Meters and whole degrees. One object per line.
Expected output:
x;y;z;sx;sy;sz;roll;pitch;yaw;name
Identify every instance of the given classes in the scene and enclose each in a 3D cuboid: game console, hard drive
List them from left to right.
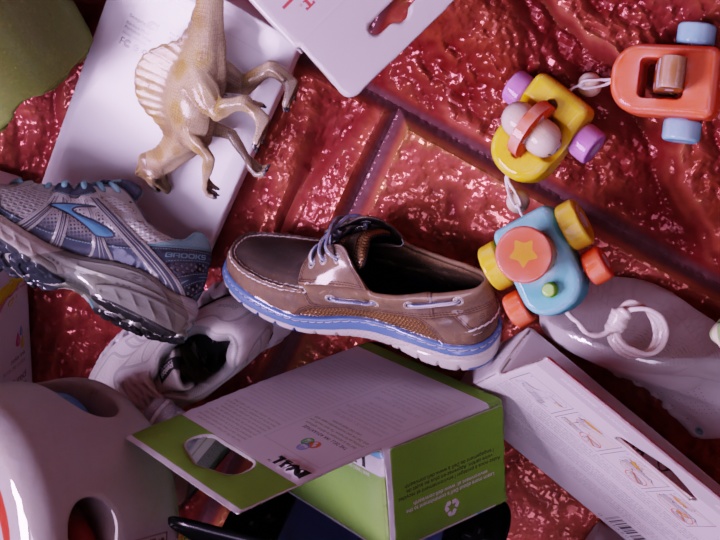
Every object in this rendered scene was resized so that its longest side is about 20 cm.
-0.133;-0.106;0.836;0.131;0.027;0.201;30;119;3;hard drive
-0.004;0.167;0.826;0.198;0.176;0.117;12;128;13;game console

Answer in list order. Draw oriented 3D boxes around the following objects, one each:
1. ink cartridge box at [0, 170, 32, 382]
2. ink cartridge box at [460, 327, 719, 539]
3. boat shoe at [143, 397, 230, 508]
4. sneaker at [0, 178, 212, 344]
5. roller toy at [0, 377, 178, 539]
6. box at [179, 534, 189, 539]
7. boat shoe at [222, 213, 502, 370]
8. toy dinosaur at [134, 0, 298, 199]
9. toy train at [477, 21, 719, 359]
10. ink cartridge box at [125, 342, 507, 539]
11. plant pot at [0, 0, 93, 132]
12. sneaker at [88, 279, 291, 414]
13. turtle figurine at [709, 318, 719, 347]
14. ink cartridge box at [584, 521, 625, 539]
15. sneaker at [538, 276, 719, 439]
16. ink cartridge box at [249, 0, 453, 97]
-0.317;0.035;0.892;0.083;0.145;0.202;14;118;17;ink cartridge box
0.170;0.115;0.770;0.200;0.045;0.176;39;160;-3;ink cartridge box
-0.151;0.147;0.904;0.065;0.075;0.202;41;151;-1;boat shoe
-0.193;-0.028;0.825;0.199;0.087;0.078;29;160;-13;sneaker
-0.214;0.166;0.798;0.182;0.139;0.201;-40;68;29;roller toy
-0.226;0.317;0.965;0.121;0.200;0.194;21;118;8;box
0.000;0.000;0.803;0.198;0.072;0.073;13;133;15;boat shoe
-0.096;-0.118;0.770;0.100;0.058;0.201;25;119;7;toy dinosaur
0.141;-0.053;0.719;0.149;0.056;0.202;13;95;25;toy train
-0.027;0.125;0.781;0.147;0.199;0.077;19;120;51;ink cartridge box
-0.274;-0.185;0.772;0.199;0.201;0.190;-26;117;27;plant pot
-0.142;0.071;0.892;0.199;0.081;0.075;-33;103;30;sneaker
0.278;0.012;0.684;0.199;0.196;0.143;30;151;-37;turtle figurine
0.149;0.303;0.864;0.083;0.144;0.201;30;120;3;ink cartridge box
0.208;0.068;0.784;0.198;0.076;0.089;16;135;12;sneaker
-0.036;-0.209;0.708;0.116;0.067;0.200;-43;97;3;ink cartridge box
